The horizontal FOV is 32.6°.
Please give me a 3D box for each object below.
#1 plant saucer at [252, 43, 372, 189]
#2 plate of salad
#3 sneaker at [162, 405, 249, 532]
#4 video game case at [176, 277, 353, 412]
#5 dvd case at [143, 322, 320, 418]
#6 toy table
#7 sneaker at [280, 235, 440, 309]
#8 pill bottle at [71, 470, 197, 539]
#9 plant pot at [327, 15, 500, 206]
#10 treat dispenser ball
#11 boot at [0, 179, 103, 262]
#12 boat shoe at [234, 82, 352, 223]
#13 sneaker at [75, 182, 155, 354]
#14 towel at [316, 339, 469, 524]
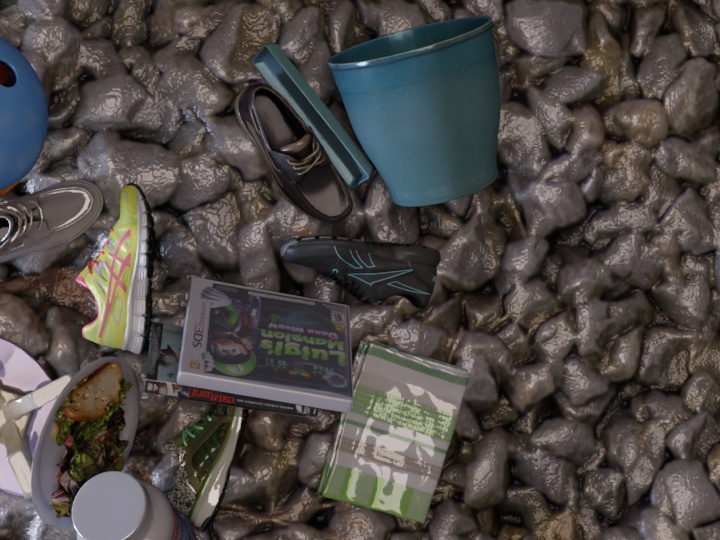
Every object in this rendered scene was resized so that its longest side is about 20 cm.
[{"bbox_3d":[-0.057,-0.188,1.495,0.019,0.070,0.200,-41,96,-20],"label":"plant saucer"},{"bbox_3d":[-0.298,0.196,1.386,0.048,0.200,0.201,15,86,20],"label":"plate of salad"},{"bbox_3d":[-0.189,0.204,1.466,0.088,0.077,0.201,17,84,-1],"label":"sneaker"},{"bbox_3d":[-0.107,0.083,1.436,0.199,0.182,0.023,11,124,-10],"label":"video game case"},{"bbox_3d":[-0.149,0.115,1.438,0.199,0.146,0.022,9,113,-9],"label":"dvd case"},{"bbox_3d":[-0.405,0.168,1.402,0.184,0.117,0.200,-39,95,-9],"label":"toy table"},{"bbox_3d":[0.000,0.000,1.498,0.199,0.075,0.080,7,90,-10],"label":"sneaker"},{"bbox_3d":[-0.251,0.299,1.375,0.108,0.200,0.109,-4,60,6],"label":"pill bottle"},{"bbox_3d":[0.080,-0.184,1.466,0.199,0.200,0.189,-18,108,-10],"label":"plant pot"},{"bbox_3d":[-0.447,-0.171,1.356,0.200,0.201,0.202,0,89,-10],"label":"treat dispenser ball"},{"bbox_3d":[-0.391,-0.050,1.418,0.199,0.096,0.074,-26,94,-10],"label":"boot"},{"bbox_3d":[-0.081,-0.139,1.486,0.074,0.073,0.200,-41,96,-8],"label":"boat shoe"},{"bbox_3d":[-0.289,-0.004,1.447,0.090,0.078,0.201,4,87,-3],"label":"sneaker"},{"bbox_3d":[0.043,0.200,1.525,0.148,0.031,0.201,17,86,-9],"label":"towel"}]
